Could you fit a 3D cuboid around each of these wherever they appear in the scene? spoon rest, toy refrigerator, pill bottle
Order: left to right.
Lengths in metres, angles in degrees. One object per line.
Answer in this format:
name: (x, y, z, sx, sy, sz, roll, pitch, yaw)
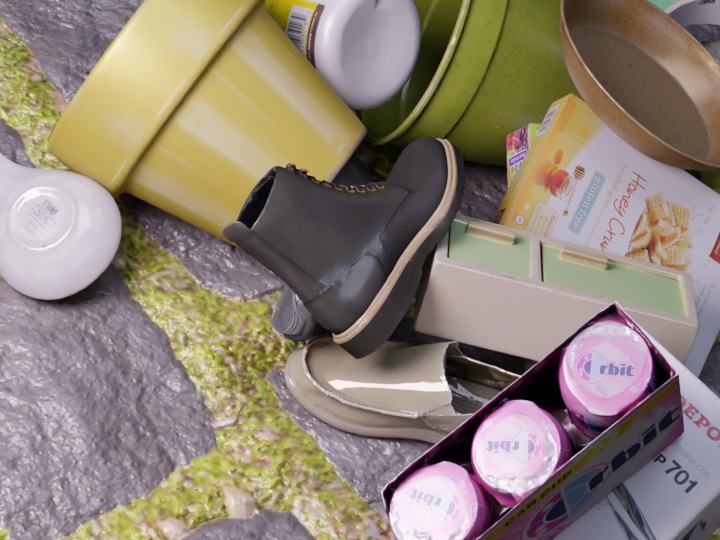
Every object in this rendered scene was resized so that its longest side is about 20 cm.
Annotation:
spoon rest: (-0.256, -0.059, 1.420, 0.099, 0.061, 0.200, -42, 69, -7)
pill bottle: (-0.051, -0.201, 1.575, 0.109, 0.110, 0.199, -21, 28, -36)
toy refrigerator: (0.144, 0.020, 1.408, 0.198, 0.070, 0.076, 14, 32, -4)

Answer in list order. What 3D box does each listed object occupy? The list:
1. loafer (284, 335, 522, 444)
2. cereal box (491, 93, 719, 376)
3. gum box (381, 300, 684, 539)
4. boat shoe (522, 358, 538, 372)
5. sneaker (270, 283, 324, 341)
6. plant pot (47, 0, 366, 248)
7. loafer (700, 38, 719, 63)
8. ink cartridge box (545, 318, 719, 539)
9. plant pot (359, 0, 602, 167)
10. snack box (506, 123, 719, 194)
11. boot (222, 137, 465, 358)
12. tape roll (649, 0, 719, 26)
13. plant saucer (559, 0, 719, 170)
loafer: (0.044, 0.082, 1.388, 0.198, 0.069, 0.076, 14, 42, -3)
cereal box: (0.207, -0.025, 1.493, 0.199, 0.039, 0.145, 31, 73, -13)
gum box: (0.107, 0.122, 1.202, 0.200, 0.114, 0.066, -38, 66, -5)
boat shoe: (0.176, 0.108, 1.416, 0.062, 0.073, 0.201, 1, 41, -17)
sneaker: (0.000, 0.000, 1.440, 0.084, 0.075, 0.200, 29, 34, 6)
plant pot: (-0.107, -0.113, 1.457, 0.188, 0.201, 0.201, 38, 42, -5)
loafer: (0.351, -0.196, 1.799, 0.198, 0.070, 0.070, -2, 47, -24)
ink cartridge box: (0.156, 0.148, 1.292, 0.200, 0.086, 0.146, -43, 66, -8)
plant pot: (0.129, -0.170, 1.611, 0.192, 0.201, 0.201, 19, 41, -19)
snack box: (0.219, -0.040, 1.551, 0.198, 0.053, 0.144, 2, 79, -20)
boot: (-0.008, -0.055, 1.369, 0.138, 0.077, 0.201, 40, 45, -19)
tape roll: (0.323, -0.174, 1.725, 0.199, 0.048, 0.202, 2, 67, -4)
plant saucer: (0.228, -0.147, 1.519, 0.199, 0.035, 0.201, 27, 37, -22)
